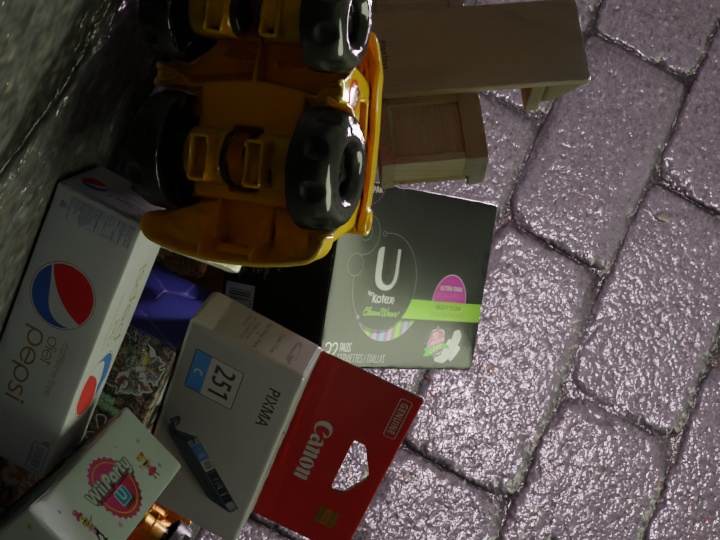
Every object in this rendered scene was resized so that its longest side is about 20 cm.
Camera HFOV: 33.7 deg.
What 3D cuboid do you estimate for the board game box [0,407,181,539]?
[{"bbox_3d":[-0.234,0.199,0.819,0.200,0.064,0.148,-40,-174,23],"label":"board game box"}]

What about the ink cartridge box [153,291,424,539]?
[{"bbox_3d":[-0.067,0.134,0.908,0.045,0.175,0.201,-59,174,-52],"label":"ink cartridge box"}]

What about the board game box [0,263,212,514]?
[{"bbox_3d":[-0.203,0.108,0.960,0.201,0.096,0.159,-64,176,14],"label":"board game box"}]

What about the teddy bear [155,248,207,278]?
[{"bbox_3d":[-0.128,-0.098,0.956,0.145,0.066,0.201,-71,179,-79],"label":"teddy bear"}]

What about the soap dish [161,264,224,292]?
[{"bbox_3d":[-0.122,0.084,1.066,0.081,0.156,0.202,2,82,-57],"label":"soap dish"}]

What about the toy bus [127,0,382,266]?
[{"bbox_3d":[-0.041,-0.113,0.764,0.192,0.135,0.202,-15,112,-66],"label":"toy bus"}]

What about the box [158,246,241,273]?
[{"bbox_3d":[-0.096,-0.107,0.860,0.068,0.082,0.201,27,-84,55],"label":"box"}]

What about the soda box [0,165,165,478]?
[{"bbox_3d":[-0.196,0.035,0.807,0.201,0.063,0.068,-64,176,18],"label":"soda box"}]

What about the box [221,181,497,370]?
[{"bbox_3d":[0.000,0.000,0.987,0.199,0.124,0.150,5,94,-48],"label":"box"}]

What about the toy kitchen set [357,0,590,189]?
[{"bbox_3d":[0.085,-0.143,0.968,0.181,0.162,0.201,90,-6,-68],"label":"toy kitchen set"}]

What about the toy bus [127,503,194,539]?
[{"bbox_3d":[-0.279,0.312,1.192,0.192,0.135,0.200,-51,-175,23],"label":"toy bus"}]
